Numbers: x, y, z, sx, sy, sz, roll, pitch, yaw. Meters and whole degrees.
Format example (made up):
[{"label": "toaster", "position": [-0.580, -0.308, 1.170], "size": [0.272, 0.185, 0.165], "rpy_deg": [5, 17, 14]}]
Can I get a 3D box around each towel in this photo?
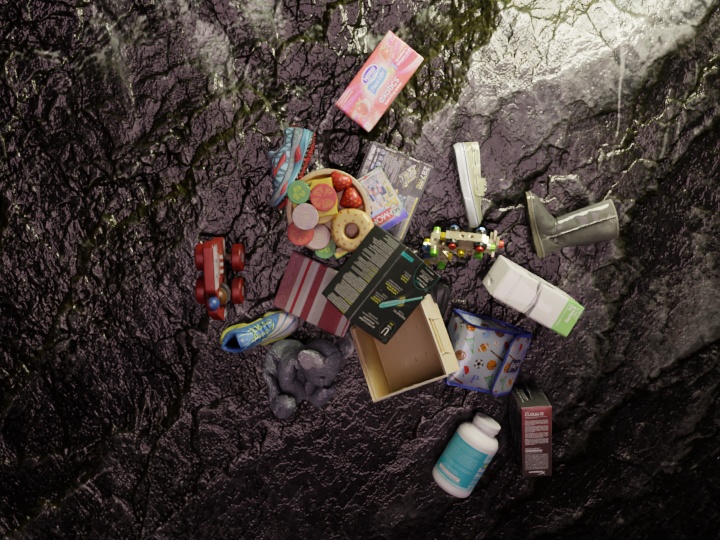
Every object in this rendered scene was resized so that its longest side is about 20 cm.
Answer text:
[{"label": "towel", "position": [-0.101, 0.057, 1.602], "size": [0.199, 0.023, 0.145], "rpy_deg": [25, 100, 15]}]

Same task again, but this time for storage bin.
[{"label": "storage bin", "position": [0.102, 0.180, 1.565], "size": [0.199, 0.094, 0.199], "rpy_deg": [-25, 76, 26]}]

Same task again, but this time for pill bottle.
[{"label": "pill bottle", "position": [0.271, 0.458, 1.669], "size": [0.110, 0.111, 0.201], "rpy_deg": [27, 102, -5]}]

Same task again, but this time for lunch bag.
[{"label": "lunch bag", "position": [0.305, 0.204, 1.613], "size": [0.199, 0.124, 0.171], "rpy_deg": [15, 103, -16]}]

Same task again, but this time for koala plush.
[{"label": "koala plush", "position": [-0.118, 0.222, 1.569], "size": [0.200, 0.177, 0.184], "rpy_deg": [-34, 73, 40]}]

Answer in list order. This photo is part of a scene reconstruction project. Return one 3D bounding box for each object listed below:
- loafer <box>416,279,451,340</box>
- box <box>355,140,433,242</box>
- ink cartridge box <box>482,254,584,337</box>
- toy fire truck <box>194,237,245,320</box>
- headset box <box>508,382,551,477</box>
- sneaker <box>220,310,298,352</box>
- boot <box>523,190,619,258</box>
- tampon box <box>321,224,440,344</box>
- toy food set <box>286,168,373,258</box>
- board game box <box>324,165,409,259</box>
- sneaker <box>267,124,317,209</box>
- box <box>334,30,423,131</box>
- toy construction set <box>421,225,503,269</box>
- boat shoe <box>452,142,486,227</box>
[{"label": "loafer", "position": [0.169, 0.118, 1.623], "size": [0.070, 0.068, 0.202], "rpy_deg": [13, 97, 6]}, {"label": "box", "position": [0.061, -0.182, 1.567], "size": [0.161, 0.049, 0.201], "rpy_deg": [21, 102, -1]}, {"label": "ink cartridge box", "position": [0.400, 0.057, 1.563], "size": [0.199, 0.146, 0.084], "rpy_deg": [29, 101, -6]}, {"label": "toy fire truck", "position": [-0.338, 0.022, 1.556], "size": [0.112, 0.168, 0.201], "rpy_deg": [2, 102, 1]}, {"label": "headset box", "position": [0.414, 0.378, 1.631], "size": [0.077, 0.149, 0.201], "rpy_deg": [-4, 103, 1]}, {"label": "sneaker", "position": [-0.248, 0.158, 1.616], "size": [0.199, 0.105, 0.076], "rpy_deg": [-20, 101, 5]}, {"label": "boot", "position": [0.494, -0.128, 1.560], "size": [0.199, 0.073, 0.182], "rpy_deg": [-16, 115, 11]}, {"label": "tampon box", "position": [0.045, 0.032, 1.488], "size": [0.200, 0.126, 0.150], "rpy_deg": [-51, 134, 1]}, {"label": "toy food set", "position": [-0.075, -0.128, 1.509], "size": [0.197, 0.049, 0.201], "rpy_deg": [-10, 103, 7]}, {"label": "board game box", "position": [-0.006, -0.133, 1.542], "size": [0.199, 0.029, 0.135], "rpy_deg": [-31, 98, 10]}, {"label": "sneaker", "position": [-0.176, -0.242, 1.555], "size": [0.095, 0.079, 0.201], "rpy_deg": [25, 95, 9]}, {"label": "box", "position": [0.040, -0.420, 1.492], "size": [0.102, 0.095, 0.200], "rpy_deg": [38, 100, -6]}, {"label": "toy construction set", "position": [0.240, -0.054, 1.558], "size": [0.199, 0.131, 0.093], "rpy_deg": [-6, 61, 2]}, {"label": "boat shoe", "position": [0.262, -0.201, 1.548], "size": [0.062, 0.072, 0.201], "rpy_deg": [-11, 99, 6]}]
